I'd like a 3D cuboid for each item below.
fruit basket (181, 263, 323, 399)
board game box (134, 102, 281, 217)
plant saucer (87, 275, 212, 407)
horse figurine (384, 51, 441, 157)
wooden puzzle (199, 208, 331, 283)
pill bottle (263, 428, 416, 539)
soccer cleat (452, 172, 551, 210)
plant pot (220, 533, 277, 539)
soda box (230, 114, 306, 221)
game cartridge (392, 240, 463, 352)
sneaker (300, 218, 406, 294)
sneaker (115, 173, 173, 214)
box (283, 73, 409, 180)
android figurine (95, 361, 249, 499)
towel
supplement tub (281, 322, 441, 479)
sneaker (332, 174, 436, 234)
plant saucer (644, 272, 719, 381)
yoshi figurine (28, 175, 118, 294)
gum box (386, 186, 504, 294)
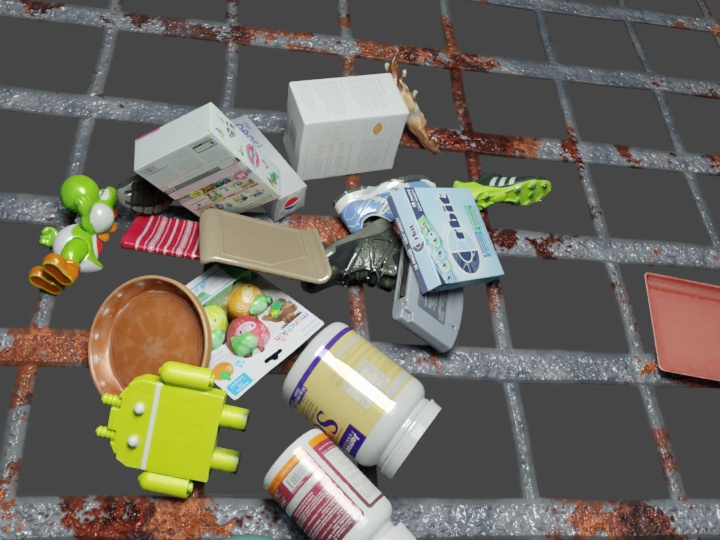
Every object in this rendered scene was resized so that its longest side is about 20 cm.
[{"bbox_3d":[-0.187,0.076,1.064,0.199,0.094,0.185,31,54,31],"label":"fruit basket"},{"bbox_3d":[-0.240,-0.163,1.132,0.146,0.200,0.065,-19,59,18],"label":"board game box"},{"bbox_3d":[-0.301,0.109,1.015,0.198,0.032,0.203,-3,81,18],"label":"plant saucer"},{"bbox_3d":[0.094,-0.325,1.376,0.049,0.200,0.134,-18,52,19],"label":"horse figurine"},{"bbox_3d":[-0.155,-0.035,1.115,0.198,0.038,0.185,8,25,-17],"label":"wooden puzzle"},{"bbox_3d":[-0.027,0.319,0.942,0.200,0.110,0.109,43,59,17],"label":"pill bottle"},{"bbox_3d":[0.272,-0.160,1.354,0.198,0.068,0.081,-9,46,-17],"label":"soccer cleat"},{"bbox_3d":[-0.136,0.409,0.844,0.197,0.135,0.202,6,56,-9],"label":"plant pot"},{"bbox_3d":[-0.182,-0.186,1.272,0.068,0.064,0.200,-29,67,-27],"label":"soda box"},{"bbox_3d":[0.117,0.030,1.171,0.133,0.041,0.202,40,44,-31],"label":"game cartridge"},{"bbox_3d":[0.000,0.000,1.179,0.198,0.077,0.114,-29,67,-27],"label":"sneaker"},{"bbox_3d":[-0.340,-0.153,1.205,0.079,0.076,0.199,32,33,24],"label":"sneaker"},{"bbox_3d":[-0.031,-0.265,1.302,0.198,0.153,0.107,-10,59,-19],"label":"box"},{"bbox_3d":[-0.255,0.213,0.954,0.198,0.041,0.184,14,96,-5],"label":"android figurine"},{"bbox_3d":[-0.276,-0.052,1.144,0.197,0.023,0.145,8,22,-7],"label":"towel"},{"bbox_3d":[0.002,0.186,1.014,0.199,0.146,0.145,36,57,13],"label":"supplement tub"},{"bbox_3d":[0.050,-0.118,1.280,0.198,0.076,0.078,-18,75,-16],"label":"sneaker"},{"bbox_3d":[0.604,0.111,1.259,0.197,0.037,0.202,10,56,-5],"label":"plant saucer"},{"bbox_3d":[-0.458,-0.072,1.114,0.111,0.113,0.201,12,52,4],"label":"yoshi figurine"},{"bbox_3d":[0.147,-0.056,1.190,0.199,0.044,0.172,-6,72,-48],"label":"gum box"}]
